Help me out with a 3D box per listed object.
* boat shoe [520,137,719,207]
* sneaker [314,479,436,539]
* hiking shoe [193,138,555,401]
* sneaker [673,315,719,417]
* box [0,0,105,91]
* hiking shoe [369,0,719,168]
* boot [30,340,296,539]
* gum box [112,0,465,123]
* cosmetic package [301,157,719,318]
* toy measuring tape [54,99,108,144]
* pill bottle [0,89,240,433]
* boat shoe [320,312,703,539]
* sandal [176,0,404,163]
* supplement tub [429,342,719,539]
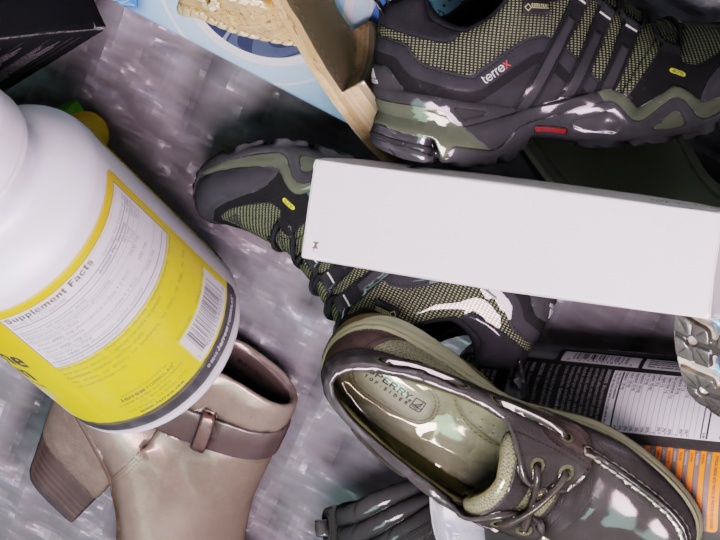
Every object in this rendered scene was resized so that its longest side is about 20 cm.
[{"bbox_3d":[0.144,-0.025,1.337,0.199,0.075,0.066,32,156,-6],"label":"boat shoe"},{"bbox_3d":[-0.004,0.185,1.504,0.200,0.071,0.099,-42,64,32],"label":"sneaker"},{"bbox_3d":[0.000,0.000,1.360,0.199,0.076,0.101,15,81,22],"label":"hiking shoe"},{"bbox_3d":[0.207,-0.023,1.269,0.078,0.090,0.201,21,99,23],"label":"sneaker"},{"bbox_3d":[-0.250,-0.105,1.374,0.200,0.141,0.079,-27,87,31],"label":"box"},{"bbox_3d":[0.099,-0.107,1.257,0.199,0.076,0.101,-10,106,-17],"label":"hiking shoe"},{"bbox_3d":[-0.082,0.111,1.503,0.200,0.070,0.146,37,121,-11],"label":"boot"},{"bbox_3d":[-0.028,-0.173,1.316,0.200,0.045,0.170,27,126,1],"label":"gum box"},{"bbox_3d":[0.081,-0.014,1.238,0.199,0.082,0.051,9,93,28],"label":"cosmetic package"},{"bbox_3d":[-0.214,-0.037,1.459,0.200,0.074,0.074,-21,113,30],"label":"toy measuring tape"},{"bbox_3d":[-0.152,-0.011,1.358,0.112,0.112,0.200,-13,144,27],"label":"pill bottle"},{"bbox_3d":[0.066,0.093,1.298,0.200,0.066,0.072,31,112,0],"label":"boat shoe"},{"bbox_3d":[-0.050,-0.125,1.279,0.069,0.078,0.212,-25,116,24],"label":"sandal"},{"bbox_3d":[0.143,0.102,1.385,0.199,0.123,0.123,6,124,17],"label":"supplement tub"}]
